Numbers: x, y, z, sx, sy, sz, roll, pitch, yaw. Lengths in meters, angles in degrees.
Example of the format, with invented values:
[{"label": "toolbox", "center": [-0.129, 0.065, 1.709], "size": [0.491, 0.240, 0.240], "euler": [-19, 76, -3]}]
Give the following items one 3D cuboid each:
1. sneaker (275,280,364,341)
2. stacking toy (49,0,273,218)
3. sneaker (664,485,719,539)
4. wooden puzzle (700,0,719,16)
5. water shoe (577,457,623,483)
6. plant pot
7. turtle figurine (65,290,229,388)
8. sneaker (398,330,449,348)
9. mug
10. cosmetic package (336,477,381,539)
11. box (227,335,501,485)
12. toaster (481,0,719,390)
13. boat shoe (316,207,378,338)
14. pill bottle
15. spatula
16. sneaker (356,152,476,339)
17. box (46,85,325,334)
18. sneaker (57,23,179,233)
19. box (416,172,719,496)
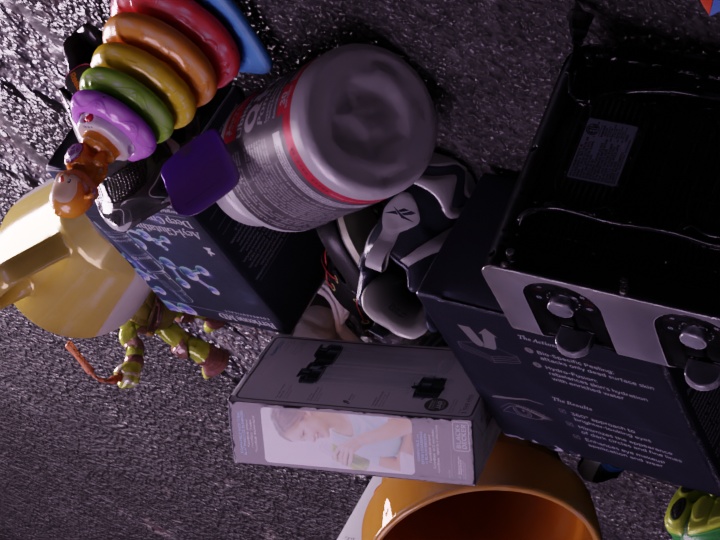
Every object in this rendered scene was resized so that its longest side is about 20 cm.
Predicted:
[{"label": "sneaker", "center": [-0.042, 0.074, 1.846], "size": [0.074, 0.079, 0.200], "euler": [19, 155, 23]}, {"label": "stacking toy", "center": [-0.166, -0.120, 1.453], "size": [0.116, 0.200, 0.110], "euler": [11, 150, 41]}, {"label": "sneaker", "center": [0.305, 0.190, 1.527], "size": [0.074, 0.084, 0.200], "euler": [3, -175, 44]}, {"label": "wooden puzzle", "center": [0.180, -0.203, 1.051], "size": [0.200, 0.046, 0.185], "euler": [38, 157, -15]}, {"label": "water shoe", "center": [0.232, 0.138, 1.643], "size": [0.079, 0.072, 0.200], "euler": [27, 157, 6]}, {"label": "plant pot", "center": [0.096, 0.188, 1.724], "size": [0.199, 0.184, 0.201], "euler": [-2, 130, -3]}, {"label": "turtle figurine", "center": [-0.199, 0.033, 1.922], "size": [0.161, 0.200, 0.064], "euler": [21, 130, -32]}, {"label": "sneaker", "center": [0.114, 0.073, 1.669], "size": [0.199, 0.088, 0.074], "euler": [-3, 121, 18]}, {"label": "mug", "center": [-0.237, -0.018, 1.790], "size": [0.149, 0.187, 0.153], "euler": [32, 150, -15]}, {"label": "cosmetic package", "center": [0.075, 0.275, 2.015], "size": [0.200, 0.151, 0.052], "euler": [11, 148, 39]}, {"label": "box", "center": [0.008, 0.108, 1.601], "size": [0.199, 0.117, 0.060], "euler": [4, 116, 15]}, {"label": "toaster", "center": [0.188, -0.038, 1.214], "size": [0.180, 0.200, 0.119], "euler": [13, 155, 21]}, {"label": "boat shoe", "center": [0.000, 0.003, 1.611], "size": [0.063, 0.074, 0.201], "euler": [-12, 156, 13]}, {"label": "pill bottle", "center": [-0.037, -0.089, 1.470], "size": [0.111, 0.111, 0.200], "euler": [38, 156, -16]}, {"label": "spatula", "center": [-0.128, -0.107, 1.506], "size": [0.021, 0.056, 0.200], "euler": [47, -166, -33]}, {"label": "sneaker", "center": [0.050, 0.014, 1.543], "size": [0.079, 0.130, 0.199], "euler": [23, 155, 24]}, {"label": "box", "center": [-0.132, -0.055, 1.662], "size": [0.148, 0.107, 0.200], "euler": [9, 149, 41]}, {"label": "sneaker", "center": [-0.195, -0.113, 1.540], "size": [0.086, 0.080, 0.200], "euler": [48, -169, -41]}, {"label": "box", "center": [0.177, 0.046, 1.467], "size": [0.196, 0.118, 0.200], "euler": [14, 152, 34]}]
